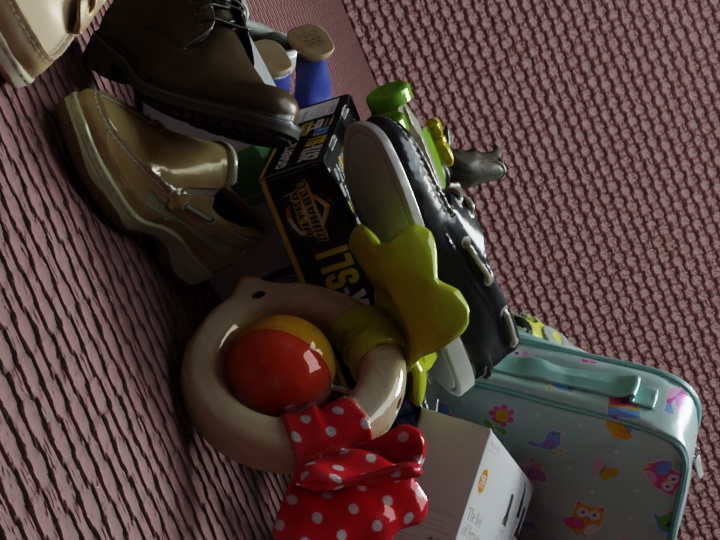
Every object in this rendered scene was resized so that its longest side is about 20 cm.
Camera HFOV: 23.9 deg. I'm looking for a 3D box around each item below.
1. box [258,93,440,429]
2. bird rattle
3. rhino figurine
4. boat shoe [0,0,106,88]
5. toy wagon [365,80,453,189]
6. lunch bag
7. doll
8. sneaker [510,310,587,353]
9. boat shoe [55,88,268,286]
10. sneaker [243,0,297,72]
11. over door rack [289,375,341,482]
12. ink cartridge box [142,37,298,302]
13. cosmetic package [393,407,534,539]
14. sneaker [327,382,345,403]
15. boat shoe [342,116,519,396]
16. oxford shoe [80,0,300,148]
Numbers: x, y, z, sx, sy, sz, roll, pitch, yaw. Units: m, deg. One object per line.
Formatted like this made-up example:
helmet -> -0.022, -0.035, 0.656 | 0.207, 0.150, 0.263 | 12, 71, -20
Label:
box -> 0.000, 0.000, 1.124 | 0.160, 0.049, 0.201 | -79, 149, -69
bird rattle -> -0.024, 0.072, 0.971 | 0.113, 0.162, 0.201 | 83, 25, -54
rhino figurine -> 0.045, -0.062, 1.367 | 0.087, 0.200, 0.060 | 25, -45, 37
boat shoe -> -0.167, -0.163, 0.916 | 0.200, 0.069, 0.074 | -100, 165, -60
toy wagon -> 0.041, -0.051, 1.179 | 0.200, 0.039, 0.156 | -82, 152, -66
lunch bag -> 0.145, 0.126, 1.216 | 0.077, 0.199, 0.161 | -60, 159, -51
doll -> -0.051, -0.091, 1.320 | 0.048, 0.136, 0.201 | 43, -36, 35
sneaker -> 0.111, 0.060, 1.332 | 0.076, 0.075, 0.200 | 45, -17, -14
boat shoe -> -0.109, -0.058, 1.003 | 0.200, 0.076, 0.072 | 49, 21, -65
sneaker -> -0.084, -0.138, 1.331 | 0.200, 0.099, 0.078 | 60, 10, -45
over door rack -> -0.006, 0.180, 1.083 | 0.148, 0.066, 0.201 | -96, 163, -70
ink cartridge box -> -0.073, -0.046, 1.193 | 0.146, 0.084, 0.200 | -100, 167, -49
cosmetic package -> 0.067, 0.153, 1.096 | 0.200, 0.050, 0.083 | 51, 55, -69
sneaker -> -0.007, 0.105, 1.275 | 0.116, 0.073, 0.200 | 62, 7, -17
boat shoe -> 0.048, -0.015, 1.043 | 0.074, 0.060, 0.201 | 28, -33, 56
oxford shoe -> -0.095, -0.130, 0.995 | 0.072, 0.085, 0.200 | 18, 12, -45
